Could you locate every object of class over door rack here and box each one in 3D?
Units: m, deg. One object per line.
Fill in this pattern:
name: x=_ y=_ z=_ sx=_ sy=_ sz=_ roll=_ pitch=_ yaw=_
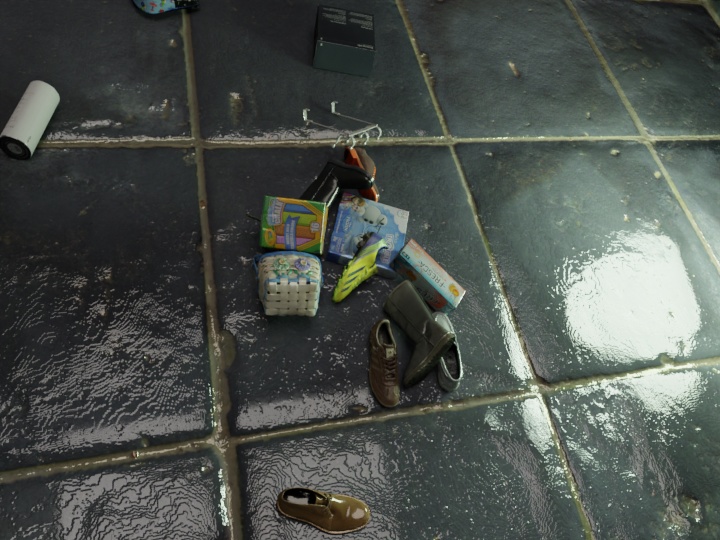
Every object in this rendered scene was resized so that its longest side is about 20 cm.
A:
over door rack: x=-0.055 y=-0.417 z=1.684 sx=0.198 sy=0.068 sz=0.146 roll=35 pitch=40 yaw=23

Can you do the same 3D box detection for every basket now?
basket: x=-0.167 y=0.018 z=1.372 sx=0.170 sy=0.144 sz=0.201 roll=0 pitch=25 yaw=-15

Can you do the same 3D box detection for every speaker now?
speaker: x=-0.841 y=-0.386 z=1.463 sx=0.078 sy=0.082 sz=0.206 roll=10 pitch=57 yaw=-8

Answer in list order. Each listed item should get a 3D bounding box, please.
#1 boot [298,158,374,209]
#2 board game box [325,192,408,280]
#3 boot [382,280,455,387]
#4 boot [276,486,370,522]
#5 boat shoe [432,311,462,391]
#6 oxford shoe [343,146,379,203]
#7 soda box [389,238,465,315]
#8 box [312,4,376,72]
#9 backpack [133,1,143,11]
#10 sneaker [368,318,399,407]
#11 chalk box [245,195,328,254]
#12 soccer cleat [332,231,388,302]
boot: x=-0.076 y=-0.190 z=1.515 sx=0.162 sy=0.066 sz=0.202 roll=22 pitch=63 yaw=31
board game box: x=0.022 y=-0.095 z=1.535 sx=0.192 sy=0.044 sz=0.205 roll=16 pitch=58 yaw=-6
boot: x=0.115 y=0.150 z=1.387 sx=0.182 sy=0.072 sz=0.200 roll=-47 pitch=61 yaw=2
boot: x=-0.070 y=0.475 z=1.148 sx=0.193 sy=0.076 sz=0.076 roll=13 pitch=55 yaw=-8
boat shoe: x=0.213 y=0.186 z=1.398 sx=0.067 sy=0.072 sz=0.207 roll=1 pitch=59 yaw=-13
oxford shoe: x=0.020 y=-0.276 z=1.629 sx=0.070 sy=0.072 sz=0.204 roll=-11 pitch=62 yaw=-25
soda box: x=0.171 y=0.020 z=1.467 sx=0.199 sy=0.064 sz=0.069 roll=44 pitch=54 yaw=-2
box: x=-0.054 y=-0.749 z=1.874 sx=0.193 sy=0.105 sz=0.187 roll=6 pitch=57 yaw=-10
backpack: x=-0.627 y=-0.905 z=1.803 sx=0.196 sy=0.136 sz=0.185 roll=-27 pitch=68 yaw=-24
sneaker: x=0.055 y=0.211 z=1.339 sx=0.068 sy=0.076 sz=0.206 roll=-2 pitch=59 yaw=-15
chalk box: x=-0.183 y=-0.110 z=1.411 sx=0.192 sy=0.125 sz=0.129 roll=6 pitch=90 yaw=0
soccer cleat: x=0.000 y=0.000 z=1.431 sx=0.083 sy=0.065 sz=0.203 roll=34 pitch=81 yaw=-8
